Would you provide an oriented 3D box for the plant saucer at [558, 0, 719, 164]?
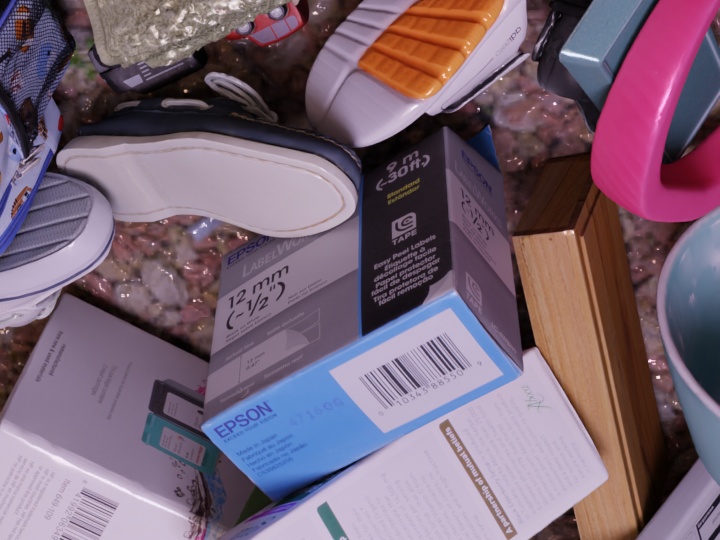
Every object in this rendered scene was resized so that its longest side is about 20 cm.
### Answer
[{"bbox_3d":[0.138,-0.095,0.773,0.019,0.200,0.070,34,92,21],"label":"plant saucer"}]

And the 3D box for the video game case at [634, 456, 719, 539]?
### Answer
[{"bbox_3d":[0.171,0.213,0.907,0.022,0.200,0.182,16,141,42],"label":"video game case"}]

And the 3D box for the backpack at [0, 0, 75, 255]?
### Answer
[{"bbox_3d":[-0.250,-0.072,0.843,0.199,0.191,0.154,3,140,22],"label":"backpack"}]

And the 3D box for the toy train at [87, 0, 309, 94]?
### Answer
[{"bbox_3d":[-0.051,-0.139,0.872,0.199,0.034,0.046,-22,112,18],"label":"toy train"}]

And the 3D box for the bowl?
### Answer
[{"bbox_3d":[0.245,0.059,0.847,0.200,0.201,0.105,6,135,7],"label":"bowl"}]

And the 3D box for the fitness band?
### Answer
[{"bbox_3d":[0.171,-0.088,0.778,0.037,0.200,0.144,34,106,23],"label":"fitness band"}]

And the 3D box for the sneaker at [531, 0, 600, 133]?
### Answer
[{"bbox_3d":[0.118,-0.124,0.785,0.060,0.200,0.104,28,93,22],"label":"sneaker"}]

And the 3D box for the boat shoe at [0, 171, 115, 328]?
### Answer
[{"bbox_3d":[-0.196,-0.004,0.929,0.200,0.074,0.067,-6,143,40],"label":"boat shoe"}]

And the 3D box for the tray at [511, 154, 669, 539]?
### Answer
[{"bbox_3d":[0.127,0.049,0.894,0.037,0.099,0.201,-5,115,21],"label":"tray"}]

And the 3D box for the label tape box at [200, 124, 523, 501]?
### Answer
[{"bbox_3d":[0.000,0.000,0.833,0.143,0.200,0.066,-29,124,21],"label":"label tape box"}]

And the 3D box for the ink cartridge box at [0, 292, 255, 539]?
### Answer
[{"bbox_3d":[-0.122,0.143,0.948,0.200,0.146,0.147,27,117,-10],"label":"ink cartridge box"}]

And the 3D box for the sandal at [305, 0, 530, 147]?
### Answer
[{"bbox_3d":[0.062,-0.132,0.826,0.207,0.079,0.059,-46,139,9],"label":"sandal"}]

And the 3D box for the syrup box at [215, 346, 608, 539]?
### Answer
[{"bbox_3d":[0.017,0.124,0.823,0.082,0.200,0.079,60,150,1],"label":"syrup box"}]

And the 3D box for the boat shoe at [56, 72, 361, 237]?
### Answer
[{"bbox_3d":[-0.072,-0.059,0.855,0.200,0.062,0.075,1,137,45],"label":"boat shoe"}]

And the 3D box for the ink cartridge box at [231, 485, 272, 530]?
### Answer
[{"bbox_3d":[0.019,0.125,0.894,0.145,0.200,0.048,39,128,-10],"label":"ink cartridge box"}]

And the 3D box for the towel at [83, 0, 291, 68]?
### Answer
[{"bbox_3d":[-0.067,-0.197,0.826,0.200,0.036,0.149,-22,93,19],"label":"towel"}]
